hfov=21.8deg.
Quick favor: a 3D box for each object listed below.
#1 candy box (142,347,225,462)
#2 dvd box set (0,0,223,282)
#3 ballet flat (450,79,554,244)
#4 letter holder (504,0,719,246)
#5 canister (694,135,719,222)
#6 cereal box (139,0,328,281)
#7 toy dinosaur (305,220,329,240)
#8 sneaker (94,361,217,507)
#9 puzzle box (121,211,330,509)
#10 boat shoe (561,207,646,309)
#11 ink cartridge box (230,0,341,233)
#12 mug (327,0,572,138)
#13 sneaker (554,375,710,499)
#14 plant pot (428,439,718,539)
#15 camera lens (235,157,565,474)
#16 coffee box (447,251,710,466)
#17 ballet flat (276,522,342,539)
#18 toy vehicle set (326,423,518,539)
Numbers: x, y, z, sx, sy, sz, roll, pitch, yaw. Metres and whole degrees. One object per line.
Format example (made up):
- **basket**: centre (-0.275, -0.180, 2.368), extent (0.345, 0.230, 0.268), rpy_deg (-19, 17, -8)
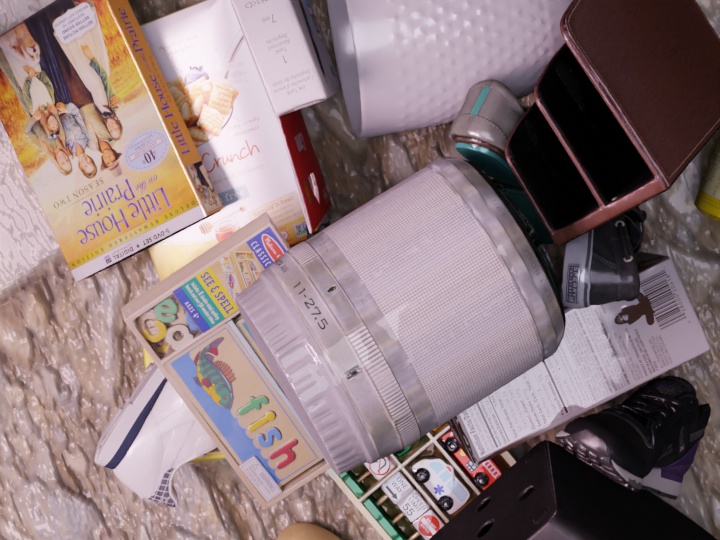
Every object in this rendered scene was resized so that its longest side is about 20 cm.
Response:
- **candy box**: centre (-0.073, 0.095, 1.488), extent (0.198, 0.026, 0.104), rpy_deg (-7, 85, 10)
- **dvd box set**: centre (-0.207, -0.109, 1.451), extent (0.145, 0.029, 0.202), rpy_deg (-23, 92, 31)
- **ballet flat**: centre (0.123, -0.082, 1.402), extent (0.067, 0.200, 0.064), rpy_deg (15, 75, 26)
- **letter holder**: centre (0.177, -0.134, 1.338), extent (0.100, 0.200, 0.143), rpy_deg (-28, 98, 36)
- **canister**: centre (0.353, -0.117, 1.425), extent (0.147, 0.087, 0.202), rpy_deg (20, 99, 1)
- **cereal box**: centre (-0.123, -0.103, 1.465), extent (0.143, 0.040, 0.202), rpy_deg (-19, 97, 16)
- **toy dinosaur**: centre (0.000, 0.000, 1.434), extent (0.198, 0.047, 0.089), rpy_deg (-19, 123, -18)
- **sneaker**: centre (-0.124, 0.087, 1.456), extent (0.080, 0.076, 0.201), rpy_deg (35, 95, -8)
- **puzzle box**: centre (-0.071, 0.071, 1.409), extent (0.132, 0.025, 0.201), rpy_deg (-33, 114, 2)
- **boat shoe**: centre (0.184, -0.027, 1.391), extent (0.056, 0.200, 0.069), rpy_deg (2, 118, 10)
- **ink cartridge box**: centre (-0.040, -0.128, 1.387), extent (0.044, 0.200, 0.178), rpy_deg (-19, 96, 5)
- **mug**: centre (0.067, -0.211, 1.392), extent (0.173, 0.148, 0.202), rpy_deg (-10, 109, -6)
- **sneaker**: centre (0.211, 0.114, 1.417), extent (0.075, 0.200, 0.088), rpy_deg (31, 95, 25)
- **plant pot**: centre (0.153, 0.250, 1.402), extent (0.199, 0.200, 0.177), rpy_deg (-42, 102, 15)
- **camera lens**: centre (0.032, 0.029, 1.308), extent (0.199, 0.160, 0.161), rpy_deg (-31, 95, -6)
- **coffee box**: centre (0.153, 0.065, 1.430), extent (0.198, 0.114, 0.080), rpy_deg (-26, 93, -1)
- **ballet flat**: centre (-0.001, 0.291, 1.507), extent (0.068, 0.063, 0.201), rpy_deg (-36, 94, 6)
- **toy vehicle set**: centre (0.063, 0.172, 1.506), extent (0.124, 0.027, 0.200), rpy_deg (-40, 93, 7)
